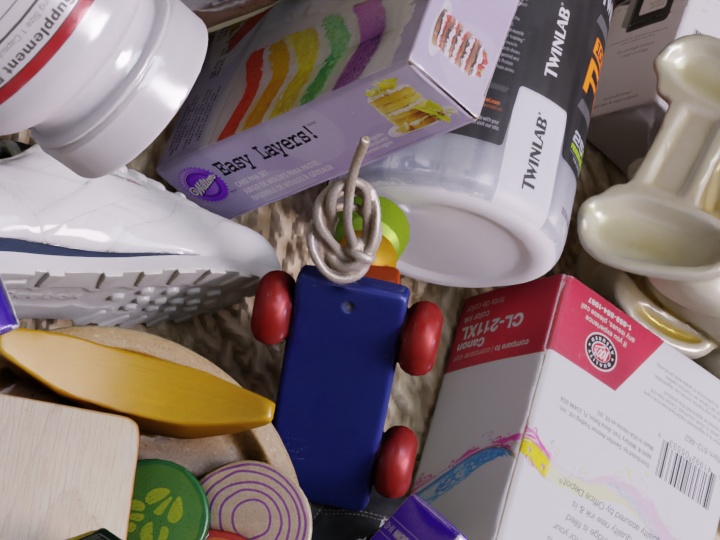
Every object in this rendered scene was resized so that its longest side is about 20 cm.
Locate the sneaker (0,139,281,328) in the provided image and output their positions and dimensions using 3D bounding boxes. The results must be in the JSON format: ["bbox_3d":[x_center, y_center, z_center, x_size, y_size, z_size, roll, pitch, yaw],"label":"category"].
[{"bbox_3d":[-0.118,-0.021,1.150,0.200,0.076,0.081,7,61,-43],"label":"sneaker"}]

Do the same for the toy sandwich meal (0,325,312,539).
[{"bbox_3d":[-0.116,0.107,1.081,0.205,0.070,0.205,4,75,-13],"label":"toy sandwich meal"}]

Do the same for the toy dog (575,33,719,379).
[{"bbox_3d":[0.212,-0.008,1.345,0.200,0.194,0.140,74,32,-63],"label":"toy dog"}]

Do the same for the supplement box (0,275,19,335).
[{"bbox_3d":[-0.254,0.019,0.999,0.200,0.101,0.103,-27,98,-42],"label":"supplement box"}]

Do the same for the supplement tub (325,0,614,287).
[{"bbox_3d":[0.060,-0.102,1.284,0.122,0.122,0.200,29,63,-33],"label":"supplement tub"}]

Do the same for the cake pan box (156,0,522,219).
[{"bbox_3d":[0.006,-0.131,1.196,0.052,0.184,0.200,41,54,-28],"label":"cake pan box"}]

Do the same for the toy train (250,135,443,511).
[{"bbox_3d":[0.000,0.000,1.172,0.116,0.085,0.200,-75,176,-58],"label":"toy train"}]

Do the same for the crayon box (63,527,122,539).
[{"bbox_3d":[-0.163,0.217,1.001,0.200,0.058,0.173,-18,101,-19],"label":"crayon box"}]

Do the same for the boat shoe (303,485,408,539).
[{"bbox_3d":[-0.054,0.154,1.180,0.200,0.072,0.068,-33,64,-34],"label":"boat shoe"}]

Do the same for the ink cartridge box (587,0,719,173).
[{"bbox_3d":[0.208,-0.136,1.456,0.116,0.068,0.200,39,58,-29],"label":"ink cartridge box"}]

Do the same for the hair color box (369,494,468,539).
[{"bbox_3d":[0.002,0.214,1.145,0.200,0.065,0.109,-48,116,-3],"label":"hair color box"}]

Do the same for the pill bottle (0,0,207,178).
[{"bbox_3d":[-0.161,-0.127,1.029,0.200,0.112,0.112,38,58,-29],"label":"pill bottle"}]

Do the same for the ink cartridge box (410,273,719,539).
[{"bbox_3d":[0.103,0.126,1.296,0.146,0.083,0.200,34,60,-31],"label":"ink cartridge box"}]

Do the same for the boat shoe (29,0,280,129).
[{"bbox_3d":[-0.095,-0.135,1.176,0.202,0.075,0.075,-35,105,-26],"label":"boat shoe"}]
